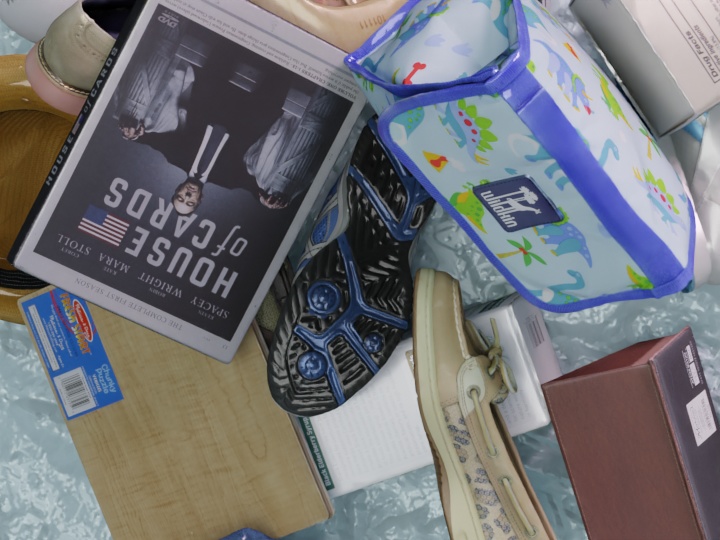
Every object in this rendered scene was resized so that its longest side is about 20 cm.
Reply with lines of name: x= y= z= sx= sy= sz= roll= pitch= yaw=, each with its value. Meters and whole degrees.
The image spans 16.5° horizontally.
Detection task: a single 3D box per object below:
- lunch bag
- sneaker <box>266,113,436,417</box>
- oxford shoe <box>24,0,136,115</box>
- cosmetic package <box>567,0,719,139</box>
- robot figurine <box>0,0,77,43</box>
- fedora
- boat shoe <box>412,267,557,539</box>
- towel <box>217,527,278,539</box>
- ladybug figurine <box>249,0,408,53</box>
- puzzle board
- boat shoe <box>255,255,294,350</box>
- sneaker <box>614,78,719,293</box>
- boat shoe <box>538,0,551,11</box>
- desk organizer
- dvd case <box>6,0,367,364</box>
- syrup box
lunch bag: x=0.097 y=-0.072 z=1.397 sx=0.127 sy=0.200 sz=0.170 roll=-44 pitch=112 yaw=-3
sneaker: x=0.000 y=0.000 z=1.524 sx=0.076 sy=0.077 sz=0.200 roll=26 pitch=77 yaw=-3
oxford shoe: x=-0.101 y=-0.134 z=1.507 sx=0.074 sy=0.200 sz=0.071 roll=-50 pitch=59 yaw=42
cosmetic package: x=0.233 y=-0.173 z=1.429 sx=0.200 sy=0.087 sz=0.103 roll=-32 pitch=88 yaw=-11
robot figurine: x=-0.165 y=-0.235 z=1.547 sx=0.125 sy=0.150 sz=0.200 roll=10 pitch=98 yaw=-4
fedora: x=-0.203 y=-0.061 z=1.582 sx=0.200 sy=0.082 sz=0.201 roll=6 pitch=120 yaw=11
boat shoe: x=0.072 y=0.091 z=1.470 sx=0.063 sy=0.073 sz=0.200 roll=-11 pitch=105 yaw=9
towel: x=-0.109 y=0.230 z=1.571 sx=0.200 sy=0.112 sz=0.049 roll=-31 pitch=50 yaw=33
ladybug figurine: x=-0.029 y=-0.213 z=1.527 sx=0.136 sy=0.072 sz=0.200 roll=-18 pitch=85 yaw=-13
puzzle board: x=-0.115 y=0.083 z=1.546 sx=0.151 sy=0.017 sz=0.200 roll=-23 pitch=89 yaw=25
boat shoe: x=-0.071 y=-0.031 z=1.577 sx=0.065 sy=0.073 sz=0.200 roll=-12 pitch=85 yaw=-10
sneaker: x=0.205 y=-0.091 z=1.499 sx=0.081 sy=0.077 sz=0.200 roll=-13 pitch=89 yaw=-8
boat shoe: x=0.080 y=-0.136 z=1.513 sx=0.069 sy=0.057 sz=0.200 roll=0 pitch=105 yaw=16
desk organizer: x=0.183 y=0.144 z=1.511 sx=0.077 sy=0.072 sz=0.200 roll=-13 pitch=98 yaw=29
dvd case: x=-0.097 y=-0.062 z=1.465 sx=0.150 sy=0.025 sz=0.200 roll=26 pitch=95 yaw=-21
syrup box: x=0.022 y=0.084 z=1.555 sx=0.200 sy=0.079 sz=0.082 roll=-19 pitch=92 yaw=16
